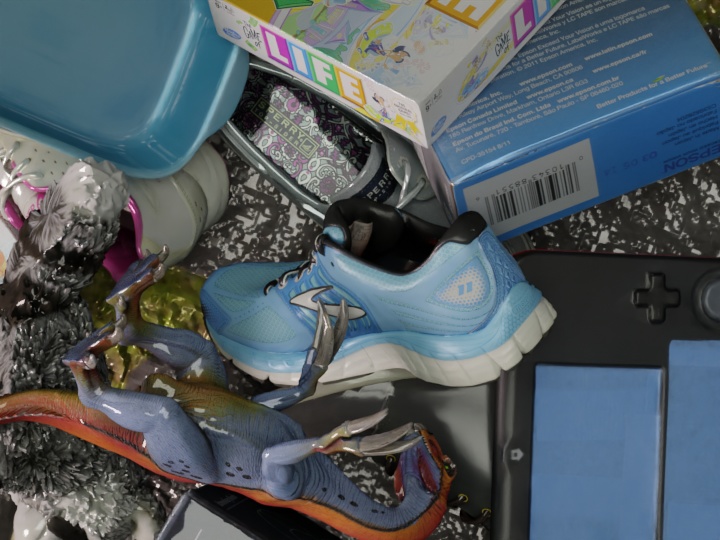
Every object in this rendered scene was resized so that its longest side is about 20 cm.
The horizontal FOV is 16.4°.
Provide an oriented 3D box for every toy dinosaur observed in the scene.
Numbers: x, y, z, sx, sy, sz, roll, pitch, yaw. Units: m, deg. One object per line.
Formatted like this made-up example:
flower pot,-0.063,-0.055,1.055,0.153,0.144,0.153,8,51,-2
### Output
toy dinosaur,-0.051,0.074,1.159,0.200,0.105,0.182,-31,111,31

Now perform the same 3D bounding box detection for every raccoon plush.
raccoon plush,-0.125,0.057,1.227,0.134,0.097,0.200,22,117,-37

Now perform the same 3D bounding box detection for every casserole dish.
casserole dish,-0.139,-0.120,1.191,0.039,0.200,0.121,19,87,49

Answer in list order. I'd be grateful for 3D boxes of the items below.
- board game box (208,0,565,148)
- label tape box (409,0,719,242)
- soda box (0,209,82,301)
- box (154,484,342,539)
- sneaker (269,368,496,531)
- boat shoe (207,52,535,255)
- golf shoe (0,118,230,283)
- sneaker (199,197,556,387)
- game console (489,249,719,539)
board game box,0.041,-0.162,1.217,0.134,0.034,0.200,30,64,28
label tape box,0.081,-0.121,1.243,0.144,0.063,0.200,-21,52,-3
soda box,-0.244,0.047,1.291,0.200,0.064,0.068,-36,86,5
box,-0.018,0.197,1.226,0.200,0.148,0.107,32,92,5
sneaker,0.032,0.096,1.259,0.200,0.075,0.106,-11,88,4
boat shoe,0.001,-0.042,1.265,0.201,0.072,0.070,35,92,5
golf shoe,-0.165,-0.065,1.258,0.200,0.092,0.075,28,134,0
sneaker,0.000,0.000,1.207,0.200,0.078,0.090,-3,122,39
game console,0.149,0.092,1.238,0.177,0.031,0.200,2,89,-20
